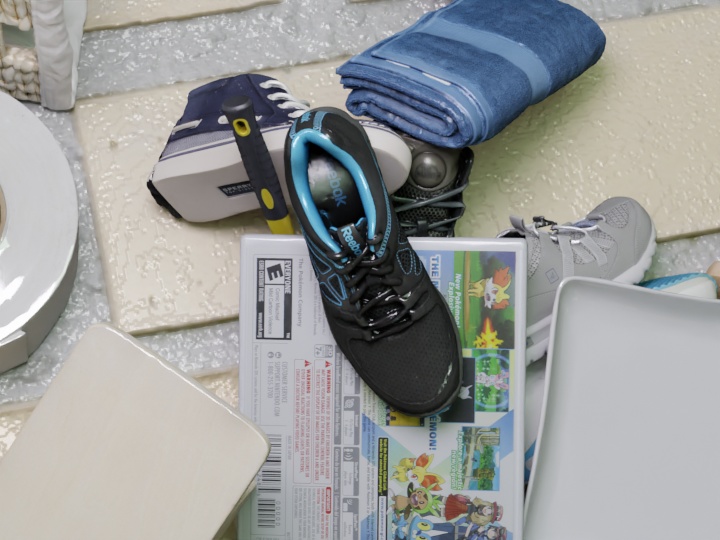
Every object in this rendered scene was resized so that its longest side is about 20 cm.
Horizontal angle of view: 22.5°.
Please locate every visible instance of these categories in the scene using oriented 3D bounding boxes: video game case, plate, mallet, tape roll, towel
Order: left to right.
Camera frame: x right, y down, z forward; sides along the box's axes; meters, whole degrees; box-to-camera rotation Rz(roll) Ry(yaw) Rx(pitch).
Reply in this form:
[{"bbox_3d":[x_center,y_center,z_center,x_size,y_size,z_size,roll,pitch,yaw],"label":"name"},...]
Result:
[{"bbox_3d":[-0.284,-0.024,1.185,0.201,0.071,0.203,3,71,-9],"label":"tape roll"},{"bbox_3d":[-0.042,-0.031,1.162,0.066,0.201,0.041,-2,44,7],"label":"mallet"},{"bbox_3d":[0.013,0.079,1.139,0.181,0.022,0.201,1,92,6],"label":"video game case"},{"bbox_3d":[0.081,-0.144,1.232,0.111,0.049,0.200,23,34,25],"label":"towel"},{"bbox_3d":[0.198,0.112,1.186,0.199,0.032,0.201,8,93,-21],"label":"plate"}]

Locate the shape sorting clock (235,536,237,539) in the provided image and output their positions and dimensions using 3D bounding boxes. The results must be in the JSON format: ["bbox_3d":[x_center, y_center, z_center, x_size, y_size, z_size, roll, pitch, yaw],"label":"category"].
[{"bbox_3d":[0.014,0.206,1.170,0.199,0.039,0.201,0,76,1],"label":"shape sorting clock"}]

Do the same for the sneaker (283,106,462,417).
[{"bbox_3d":[0.000,0.000,1.083,0.073,0.082,0.201,-25,93,8],"label":"sneaker"}]

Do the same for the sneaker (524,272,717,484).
[{"bbox_3d":[0.165,0.067,1.231,0.200,0.076,0.081,-31,94,-16],"label":"sneaker"}]

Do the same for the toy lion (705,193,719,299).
[{"bbox_3d":[0.326,-0.002,1.210,0.200,0.192,0.069,34,70,3],"label":"toy lion"}]

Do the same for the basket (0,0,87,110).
[{"bbox_3d":[-0.257,-0.240,1.196,0.160,0.198,0.201,7,71,-4],"label":"basket"}]

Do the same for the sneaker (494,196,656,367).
[{"bbox_3d":[0.131,-0.008,1.212,0.200,0.075,0.082,-38,108,-42],"label":"sneaker"}]

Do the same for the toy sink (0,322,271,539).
[{"bbox_3d":[-0.147,0.138,1.094,0.130,0.112,0.200,34,99,4],"label":"toy sink"}]

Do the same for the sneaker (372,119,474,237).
[{"bbox_3d":[0.037,-0.021,1.214,0.076,0.114,0.200,-3,74,-8],"label":"sneaker"}]

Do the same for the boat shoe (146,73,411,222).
[{"bbox_3d":[-0.049,-0.093,1.198,0.199,0.075,0.093,-4,55,31],"label":"boat shoe"}]

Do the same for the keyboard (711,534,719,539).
[{"bbox_3d":[0.301,0.211,1.230,0.199,0.011,0.056,24,69,0],"label":"keyboard"}]
